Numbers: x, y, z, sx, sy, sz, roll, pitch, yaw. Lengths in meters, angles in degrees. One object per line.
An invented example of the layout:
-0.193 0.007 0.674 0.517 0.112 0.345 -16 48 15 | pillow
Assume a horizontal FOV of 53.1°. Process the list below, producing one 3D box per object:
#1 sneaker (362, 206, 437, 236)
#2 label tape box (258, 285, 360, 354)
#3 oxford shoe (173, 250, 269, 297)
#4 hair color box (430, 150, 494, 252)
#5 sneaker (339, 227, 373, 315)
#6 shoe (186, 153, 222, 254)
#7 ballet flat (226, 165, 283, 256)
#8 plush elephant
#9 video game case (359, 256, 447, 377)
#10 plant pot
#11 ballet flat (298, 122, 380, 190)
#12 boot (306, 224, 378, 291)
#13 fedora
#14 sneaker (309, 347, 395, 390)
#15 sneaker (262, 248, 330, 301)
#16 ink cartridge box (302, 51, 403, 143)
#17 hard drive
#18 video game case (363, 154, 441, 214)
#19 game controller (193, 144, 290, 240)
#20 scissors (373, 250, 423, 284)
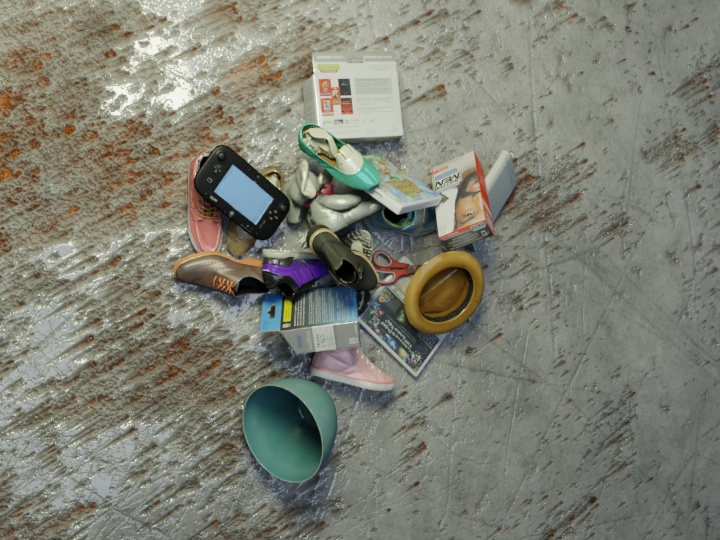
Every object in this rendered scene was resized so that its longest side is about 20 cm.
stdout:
0.113 -0.116 1.561 0.195 0.130 0.082 -4 90 -22 | sneaker
-0.101 0.100 1.460 0.194 0.145 0.065 -7 119 0 | label tape box
-0.271 0.011 1.430 0.195 0.073 0.073 2 122 -21 | oxford shoe
0.218 -0.151 1.558 0.064 0.109 0.204 46 31 -46 | hair color box
0.000 0.000 1.548 0.075 0.089 0.205 12 112 10 | sneaker
-0.304 -0.127 1.416 0.070 0.091 0.206 -5 92 -21 | shoe
-0.214 -0.124 1.466 0.069 0.065 0.204 25 82 -19 | ballet flat
-0.080 -0.144 1.468 0.197 0.164 0.158 -25 85 -32 | plush elephant
0.109 0.104 1.619 0.200 0.023 0.183 44 75 -17 | video game case
-0.123 0.303 1.457 0.134 0.196 0.205 -26 102 -56 | plant pot
-0.047 -0.223 1.386 0.198 0.071 0.068 34 74 20 | ballet flat
-0.016 0.010 1.395 0.078 0.139 0.199 -49 129 7 | boot
0.174 0.040 1.578 0.195 0.082 0.206 -8 112 -20 | fedora
-0.006 0.191 1.544 0.195 0.075 0.107 16 90 -17 | sneaker
-0.126 0.012 1.476 0.197 0.068 0.103 5 88 -46 | sneaker
-0.018 -0.366 1.532 0.195 0.084 0.181 -6 93 -22 | ink cartridge box
0.293 -0.156 1.646 0.202 0.026 0.132 -56 151 -12 | hard drive
0.057 -0.182 1.483 0.181 0.199 0.022 37 116 19 | video game case
-0.226 -0.147 1.388 0.199 0.042 0.106 39 75 -32 | game controller
0.110 0.003 1.596 0.194 0.014 0.075 9 79 -13 | scissors
